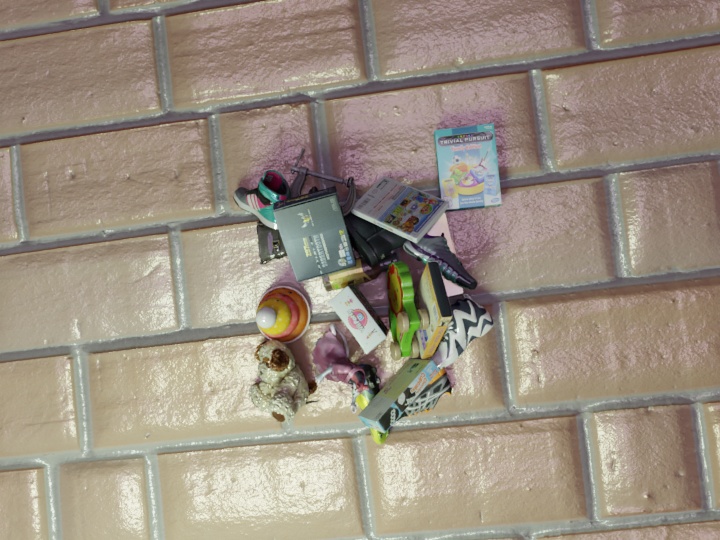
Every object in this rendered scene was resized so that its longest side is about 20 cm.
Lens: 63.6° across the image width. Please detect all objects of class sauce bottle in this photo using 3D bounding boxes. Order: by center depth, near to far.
[{"bbox_3d":[0.000,0.000,1.462,0.197,0.065,0.066,-15,87,6],"label":"sauce bottle"}]

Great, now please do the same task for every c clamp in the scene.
[{"bbox_3d":[-0.095,-0.215,1.446,0.197,0.027,0.173,20,65,12],"label":"c clamp"}]

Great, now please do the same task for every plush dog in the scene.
[{"bbox_3d":[-0.194,0.253,1.429,0.159,0.199,0.174,-25,105,-27],"label":"plush dog"}]

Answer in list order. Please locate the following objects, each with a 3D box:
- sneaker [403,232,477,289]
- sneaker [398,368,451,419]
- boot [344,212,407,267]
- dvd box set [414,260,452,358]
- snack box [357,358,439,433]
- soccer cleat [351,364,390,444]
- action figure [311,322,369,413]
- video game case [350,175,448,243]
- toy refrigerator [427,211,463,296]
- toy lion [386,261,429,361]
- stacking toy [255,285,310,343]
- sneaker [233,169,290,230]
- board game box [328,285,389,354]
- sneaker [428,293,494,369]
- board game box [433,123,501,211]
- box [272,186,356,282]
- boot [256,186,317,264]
[{"bbox_3d":[0.201,-0.037,1.368,0.198,0.074,0.088,33,86,6],"label":"sneaker"},{"bbox_3d":[0.143,0.319,1.425,0.199,0.078,0.078,-35,98,-8],"label":"sneaker"},{"bbox_3d":[0.043,-0.119,1.460,0.167,0.077,0.201,-31,61,-15],"label":"boot"},{"bbox_3d":[0.161,0.095,1.357,0.029,0.201,0.148,-3,56,-11],"label":"dvd box set"},{"bbox_3d":[0.090,0.292,1.380,0.200,0.116,0.037,-44,101,-20],"label":"snack box"},{"bbox_3d":[0.021,0.335,1.461,0.083,0.064,0.204,-13,91,34],"label":"soccer cleat"},{"bbox_3d":[-0.033,0.241,1.408,0.150,0.199,0.134,-52,128,-13],"label":"action figure"},{"bbox_3d":[0.094,-0.153,1.411,0.198,0.018,0.143,27,58,29],"label":"video game case"},{"bbox_3d":[0.203,-0.037,1.440,0.069,0.076,0.204,-12,86,4],"label":"toy refrigerator"},{"bbox_3d":[0.098,0.088,1.401,0.067,0.202,0.194,-7,52,-13],"label":"toy lion"},{"bbox_3d":[-0.205,0.110,1.408,0.143,0.200,0.149,0,88,4],"label":"stacking toy"},{"bbox_3d":[-0.242,-0.195,1.440,0.199,0.083,0.122,34,118,34],"label":"sneaker"},{"bbox_3d":[0.001,0.113,1.390,0.064,0.200,0.148,-37,86,4],"label":"board game box"},{"bbox_3d":[0.216,0.139,1.422,0.198,0.080,0.130,-39,94,4],"label":"sneaker"},{"bbox_3d":[0.267,-0.256,1.456,0.148,0.047,0.204,-6,88,5],"label":"board game box"},{"bbox_3d":[-0.107,-0.084,1.392,0.155,0.051,0.203,-14,119,3],"label":"box"},{"bbox_3d":[-0.185,-0.116,1.484,0.171,0.069,0.204,1,81,13],"label":"boot"}]
